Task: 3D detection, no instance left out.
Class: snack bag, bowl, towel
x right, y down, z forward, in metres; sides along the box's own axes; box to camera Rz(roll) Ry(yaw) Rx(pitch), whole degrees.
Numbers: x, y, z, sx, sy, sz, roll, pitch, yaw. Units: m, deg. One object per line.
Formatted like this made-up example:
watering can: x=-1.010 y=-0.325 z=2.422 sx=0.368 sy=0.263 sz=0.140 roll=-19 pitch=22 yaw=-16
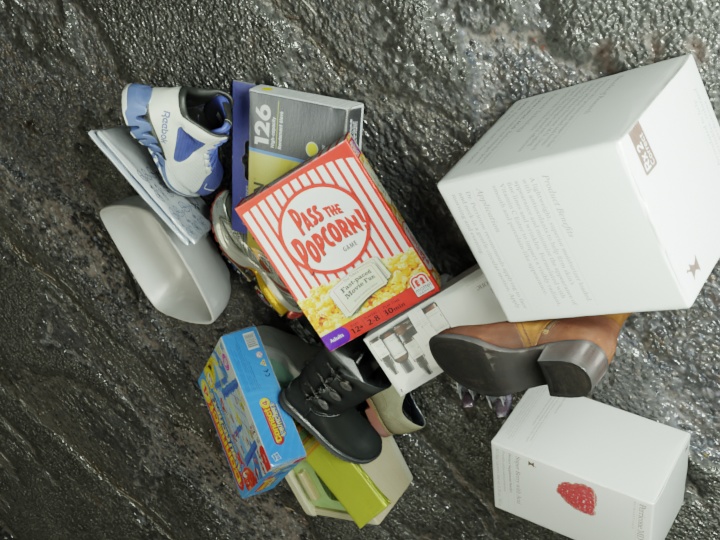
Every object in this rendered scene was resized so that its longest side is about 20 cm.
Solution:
snack bag: x=-0.261 y=-0.119 z=1.326 sx=0.021 sy=0.200 sz=0.189 roll=-40 pitch=97 yaw=10
bowl: x=-0.271 y=-0.027 z=1.454 sx=0.199 sy=0.075 sz=0.200 roll=8 pitch=131 yaw=53
towel: x=-0.041 y=0.265 z=1.416 sx=0.200 sy=0.018 sz=0.086 roll=51 pitch=137 yaw=10

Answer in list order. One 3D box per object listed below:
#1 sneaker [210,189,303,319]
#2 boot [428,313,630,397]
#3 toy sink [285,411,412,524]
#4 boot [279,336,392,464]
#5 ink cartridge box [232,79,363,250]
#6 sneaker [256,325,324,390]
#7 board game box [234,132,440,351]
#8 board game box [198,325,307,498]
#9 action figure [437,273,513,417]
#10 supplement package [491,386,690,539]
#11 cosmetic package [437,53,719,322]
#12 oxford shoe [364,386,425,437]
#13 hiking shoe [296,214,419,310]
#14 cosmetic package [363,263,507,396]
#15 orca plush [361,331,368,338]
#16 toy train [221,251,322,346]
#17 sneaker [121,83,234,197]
sneaker: x=-0.118 y=-0.032 z=1.345 sx=0.082 sy=0.078 sz=0.200 roll=-30 pitch=107 yaw=40
boot: x=0.188 y=0.041 z=1.024 sx=0.187 sy=0.200 sz=0.069 roll=-5 pitch=119 yaw=39
toy sink: x=-0.045 y=0.295 z=1.532 sx=0.199 sy=0.112 sz=0.131 roll=-2 pitch=122 yaw=43
boot: x=-0.006 y=0.168 z=1.308 sx=0.164 sy=0.066 sz=0.200 roll=34 pitch=141 yaw=-6
ink cartridge box: x=-0.091 y=-0.115 z=1.209 sx=0.199 sy=0.047 sz=0.199 roll=15 pitch=113 yaw=30
sneaker: x=-0.085 y=0.162 z=1.476 sx=0.200 sy=0.074 sz=0.119 roll=21 pitch=131 yaw=41
board game box: x=-0.024 y=-0.030 z=1.139 sx=0.151 sy=0.046 sz=0.201 roll=-30 pitch=103 yaw=14
board game box: x=-0.162 y=0.210 z=1.466 sx=0.201 sy=0.056 sz=0.196 roll=66 pitch=153 yaw=17
action figure: x=0.128 y=0.082 z=1.215 sx=0.129 sy=0.069 sz=0.201 roll=-3 pitch=127 yaw=32
supplement package: x=0.270 y=0.238 z=1.192 sx=0.199 sy=0.120 sz=0.122 roll=17 pitch=133 yaw=30
cosmetic package: x=0.215 y=-0.070 z=0.926 sx=0.199 sy=0.165 sz=0.165 roll=-8 pitch=120 yaw=46
oxford shoe: x=0.030 y=0.142 z=1.374 sx=0.073 sy=0.071 sz=0.201 roll=-9 pitch=125 yaw=29
hiking shoe: x=0.000 y=0.000 z=1.244 sx=0.074 sy=0.087 sz=0.200 roll=47 pitch=142 yaw=-3
cosmetic package: x=0.108 y=0.057 z=1.143 sx=0.199 sy=0.051 sz=0.083 roll=-33 pitch=96 yaw=17
orca plush: x=0.026 y=0.071 z=1.271 sx=0.071 sy=0.106 sz=0.200 roll=-2 pitch=158 yaw=8
toy train: x=-0.123 y=0.032 z=1.430 sx=0.200 sy=0.034 sz=0.046 roll=48 pitch=154 yaw=-5
sneaker: x=-0.200 y=-0.163 z=1.248 sx=0.114 sy=0.081 sz=0.200 roll=-4 pitch=152 yaw=17
